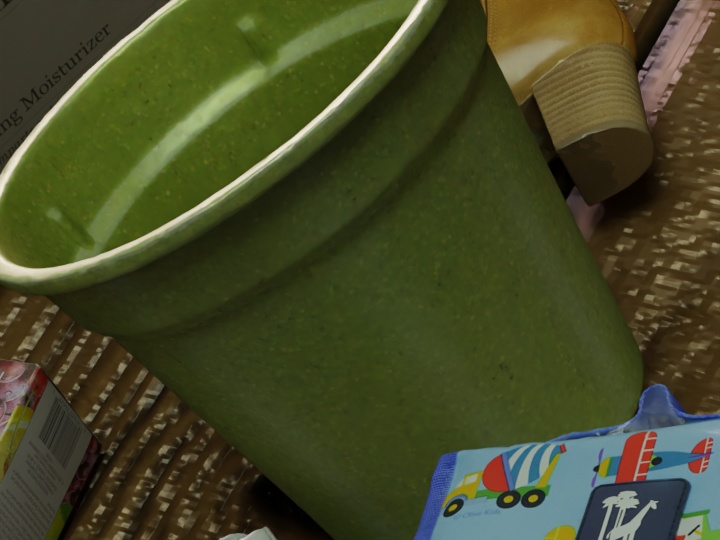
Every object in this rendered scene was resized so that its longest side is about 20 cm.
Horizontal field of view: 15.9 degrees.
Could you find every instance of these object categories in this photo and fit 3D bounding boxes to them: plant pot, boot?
[{"bbox_3d":[0.000,0.000,0.909,0.200,0.184,0.201,-30,25,16],"label":"plant pot"},{"bbox_3d":[0.018,-0.059,1.057,0.200,0.071,0.144,-22,41,5],"label":"boot"}]

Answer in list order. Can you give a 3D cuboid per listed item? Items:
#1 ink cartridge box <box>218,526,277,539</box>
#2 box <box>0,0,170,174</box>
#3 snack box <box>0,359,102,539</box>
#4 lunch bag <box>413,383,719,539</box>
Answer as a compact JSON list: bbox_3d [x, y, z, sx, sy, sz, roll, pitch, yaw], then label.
[{"bbox_3d":[-0.034,0.206,0.845,0.146,0.086,0.200,-35,46,-4],"label":"ink cartridge box"},{"bbox_3d":[-0.198,-0.129,1.172,0.199,0.131,0.200,-44,47,-11],"label":"box"},{"bbox_3d":[-0.220,0.125,1.020,0.168,0.068,0.201,6,58,30],"label":"snack box"},{"bbox_3d":[0.085,0.119,0.740,0.150,0.094,0.201,-12,46,27],"label":"lunch bag"}]
